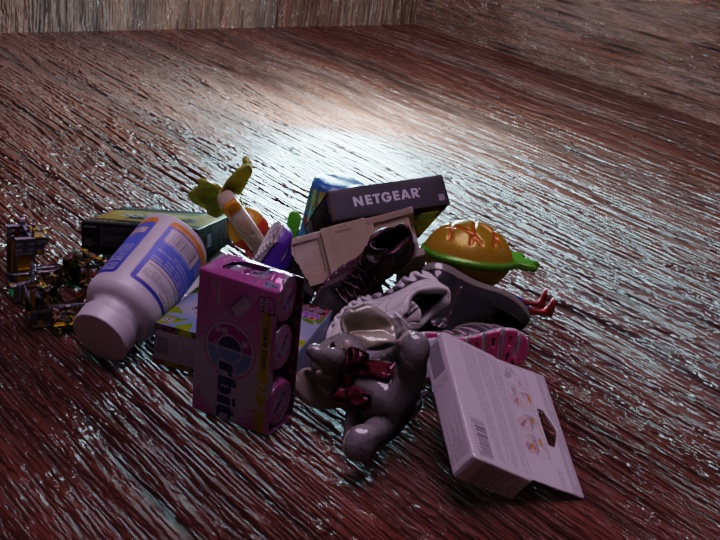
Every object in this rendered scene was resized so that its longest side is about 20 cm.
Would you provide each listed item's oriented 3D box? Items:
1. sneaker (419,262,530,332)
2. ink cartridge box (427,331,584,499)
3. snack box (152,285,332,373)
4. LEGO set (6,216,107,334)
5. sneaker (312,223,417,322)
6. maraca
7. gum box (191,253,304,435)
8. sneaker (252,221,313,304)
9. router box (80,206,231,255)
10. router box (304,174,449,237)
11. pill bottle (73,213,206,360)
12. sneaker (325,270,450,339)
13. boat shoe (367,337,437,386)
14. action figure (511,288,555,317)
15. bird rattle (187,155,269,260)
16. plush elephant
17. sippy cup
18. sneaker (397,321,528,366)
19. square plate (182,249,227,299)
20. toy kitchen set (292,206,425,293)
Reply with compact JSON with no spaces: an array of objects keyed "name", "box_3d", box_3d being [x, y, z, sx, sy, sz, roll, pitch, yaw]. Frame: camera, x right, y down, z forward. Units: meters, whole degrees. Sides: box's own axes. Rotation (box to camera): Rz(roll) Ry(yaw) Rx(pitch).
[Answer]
[{"name":"sneaker","box_3d":[0.166,0.075,1.649,0.198,0.075,0.107,23,61,-21]},{"name":"ink cartridge box","box_3d":[0.171,0.185,1.326,0.175,0.045,0.201,25,33,-28]},{"name":"snack box","box_3d":[-0.157,0.089,1.486,0.197,0.069,0.169,12,23,14]},{"name":"LEGO set","box_3d":[-0.430,-0.006,1.554,0.152,0.117,0.200,-2,25,-22]},{"name":"sneaker","box_3d":[0.000,0.000,1.553,0.076,0.200,0.116,42,-9,11]},{"name":"maraca","box_3d":[0.188,-0.022,1.716,0.197,0.108,0.137,5,18,-26]},{"name":"gum box","box_3d":[-0.137,0.084,1.327,0.112,0.203,0.066,16,23,23]},{"name":"sneaker","box_3d":[-0.108,0.008,1.563,0.099,0.201,0.070,26,55,-2]},{"name":"router box","box_3d":[-0.323,-0.060,1.749,0.197,0.053,0.157,4,13,12]},{"name":"router box","box_3d":[0.024,-0.088,1.755,0.197,0.053,0.157,-10,-16,-19]},{"name":"pill bottle","box_3d":[-0.302,0.025,1.485,0.111,0.113,0.201,15,46,18]},{"name":"sneaker","box_3d":[0.039,0.066,1.520,0.199,0.076,0.081,-32,21,-16]},{"name":"boat shoe","box_3d":[0.038,0.130,1.457,0.197,0.073,0.066,-11,-22,6]},{"name":"action figure","box_3d":[0.211,0.044,1.751,0.197,0.052,0.066,1,26,-11]},{"name":"bird rattle","box_3d":[-0.177,-0.060,1.662,0.112,0.202,0.163,-26,17,-3]},{"name":"plush elephant","box_3d":[-0.003,0.128,1.337,0.154,0.166,0.200,29,-1,15]},{"name":"sippy cup","box_3d":[-0.043,-0.094,1.882,0.138,0.132,0.178,11,23,9]},{"name":"sneaker","box_3d":[0.131,0.113,1.529,0.197,0.075,0.087,-7,4,-6]},{"name":"square plate","box_3d":[-0.258,0.011,1.692,0.198,0.029,0.198,-6,27,-32]},{"name":"toy kitchen set","box_3d":[0.006,0.026,1.698,0.197,0.165,0.181,-14,-15,-1]}]
